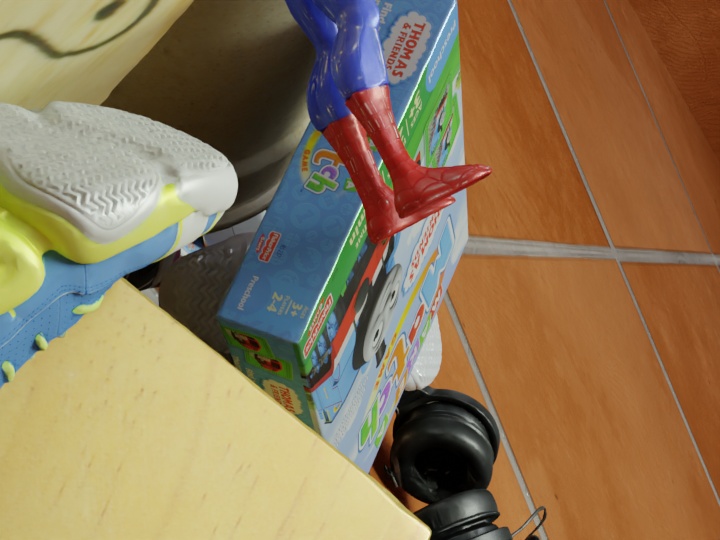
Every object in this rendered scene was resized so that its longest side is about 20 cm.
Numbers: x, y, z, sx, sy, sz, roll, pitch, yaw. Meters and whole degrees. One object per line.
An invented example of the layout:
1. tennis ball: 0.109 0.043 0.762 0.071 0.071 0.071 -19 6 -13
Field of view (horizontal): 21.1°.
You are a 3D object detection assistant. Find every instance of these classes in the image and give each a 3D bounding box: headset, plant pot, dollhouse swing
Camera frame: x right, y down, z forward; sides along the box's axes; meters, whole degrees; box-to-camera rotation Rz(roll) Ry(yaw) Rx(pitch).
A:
1. headset: 0.043 0.140 1.152 0.200 0.094 0.124 31 40 -36
2. plant pot: -0.067 -0.138 0.775 0.200 0.183 0.201 9 66 -20
3. dollhouse swing: -0.110 0.087 0.704 0.200 0.176 0.182 40 60 -13

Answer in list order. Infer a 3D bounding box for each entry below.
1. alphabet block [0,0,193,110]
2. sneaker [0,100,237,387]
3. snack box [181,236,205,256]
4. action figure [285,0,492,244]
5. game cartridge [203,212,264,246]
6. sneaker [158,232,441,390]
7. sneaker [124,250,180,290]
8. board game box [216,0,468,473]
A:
1. alphabet block: -0.152 -0.151 0.580 0.195 0.200 0.197 -19 74 -49
2. sneaker: -0.128 0.012 0.578 0.200 0.105 0.076 -12 33 -38
3. snack box: -0.119 -0.090 1.016 0.072 0.024 0.200 46 26 -53
4. action figure: 0.002 -0.121 0.656 0.200 0.099 0.065 62 -20 3
5. game cartridge: -0.077 -0.089 0.972 0.200 0.041 0.133 82 -8 -64
6. sneaker: -0.053 0.035 0.914 0.200 0.114 0.076 10 68 -56
7. sneaker: -0.148 -0.077 0.869 0.086 0.080 0.200 -7 73 -48
8. board game box: 0.000 0.000 0.776 0.200 0.037 0.151 82 30 -65
